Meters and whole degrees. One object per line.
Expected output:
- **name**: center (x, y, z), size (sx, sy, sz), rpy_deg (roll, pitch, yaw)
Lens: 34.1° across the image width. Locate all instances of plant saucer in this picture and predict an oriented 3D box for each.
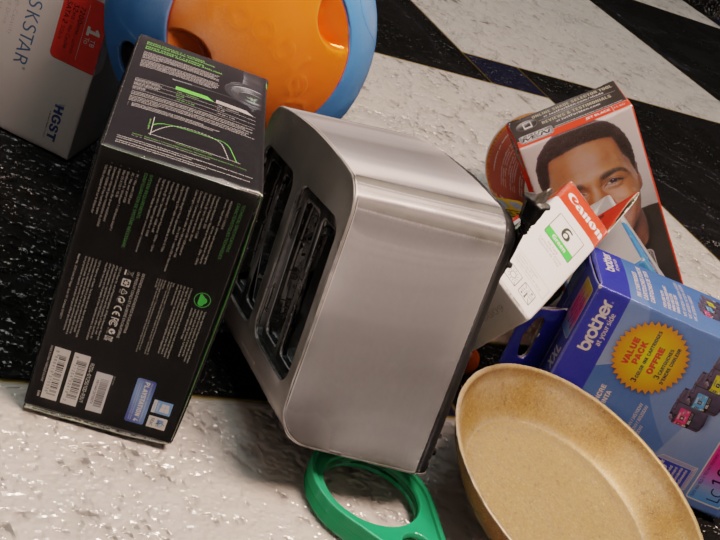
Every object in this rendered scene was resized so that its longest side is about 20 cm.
- **plant saucer**: center (0.134, 0.148, 0.750), size (0.199, 0.036, 0.201), rpy_deg (26, 33, -18)

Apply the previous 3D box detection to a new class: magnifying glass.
- **magnifying glass**: center (0.035, 0.169, 0.678), size (0.079, 0.023, 0.200), rpy_deg (0, 33, -42)

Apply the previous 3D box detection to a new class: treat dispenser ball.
- **treat dispenser ball**: center (-0.087, -0.181, 0.863), size (0.199, 0.202, 0.201), rpy_deg (20, 26, -10)

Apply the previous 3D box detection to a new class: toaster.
- **toaster**: center (0.000, 0.000, 0.740), size (0.118, 0.202, 0.181), rpy_deg (12, 19, -26)

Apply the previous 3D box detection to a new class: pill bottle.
- **pill bottle**: center (0.200, -0.088, 1.147), size (0.111, 0.113, 0.200), rpy_deg (17, 11, -15)

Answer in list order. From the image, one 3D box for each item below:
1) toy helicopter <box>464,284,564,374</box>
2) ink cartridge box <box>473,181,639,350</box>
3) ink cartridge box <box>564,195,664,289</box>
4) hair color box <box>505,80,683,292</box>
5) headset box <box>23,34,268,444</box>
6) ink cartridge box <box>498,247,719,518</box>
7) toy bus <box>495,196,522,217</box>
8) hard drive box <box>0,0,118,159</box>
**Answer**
- **toy helicopter**: center (0.081, 0.023, 0.918), size (0.198, 0.079, 0.133), rpy_deg (-6, 61, -30)
- **ink cartridge box**: center (0.116, -0.010, 0.854), size (0.051, 0.109, 0.200), rpy_deg (52, 45, -3)
- **ink cartridge box**: center (0.239, 0.050, 0.968), size (0.200, 0.068, 0.116), rpy_deg (50, 16, -25)
- **hair color box**: center (0.205, -0.048, 1.012), size (0.101, 0.201, 0.061), rpy_deg (-21, 28, 7)
- **headset box**: center (-0.127, -0.028, 0.727), size (0.092, 0.175, 0.200), rpy_deg (17, 25, -13)
- **ink cartridge box**: center (0.200, 0.076, 0.860), size (0.198, 0.137, 0.076), rpy_deg (23, 23, -3)
- **toy bus**: center (0.071, -0.033, 1.034), size (0.198, 0.065, 0.078), rpy_deg (7, 30, -32)
- **hard drive box**: center (-0.288, -0.208, 0.947), size (0.199, 0.157, 0.077), rpy_deg (25, 26, 2)
